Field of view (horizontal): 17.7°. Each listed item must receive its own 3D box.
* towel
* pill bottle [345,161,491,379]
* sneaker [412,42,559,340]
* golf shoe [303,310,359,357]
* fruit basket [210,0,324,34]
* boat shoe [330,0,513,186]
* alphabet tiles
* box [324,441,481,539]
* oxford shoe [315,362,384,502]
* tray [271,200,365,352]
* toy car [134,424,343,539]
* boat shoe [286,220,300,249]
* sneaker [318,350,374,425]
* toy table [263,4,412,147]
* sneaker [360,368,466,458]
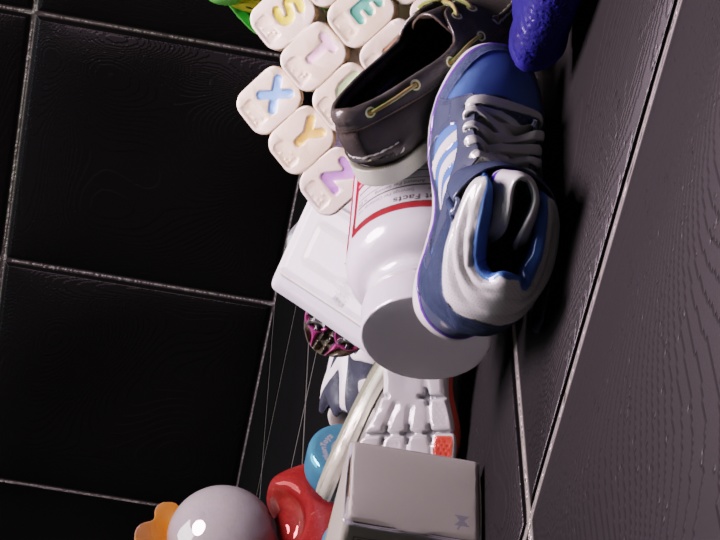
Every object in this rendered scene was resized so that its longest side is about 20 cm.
[{"bbox_3d":[0.131,-0.235,1.397,0.200,0.049,0.148,107,164,-53],"label":"towel"},{"bbox_3d":[0.048,-0.032,1.534,0.112,0.112,0.200,106,172,-49],"label":"pill bottle"},{"bbox_3d":[0.089,-0.058,1.388,0.146,0.080,0.201,144,139,-70],"label":"sneaker"},{"bbox_3d":[0.025,-0.016,1.867,0.200,0.073,0.092,-57,-3,7],"label":"golf shoe"},{"bbox_3d":[-0.054,-0.254,1.832,0.215,0.156,0.216,-28,34,21],"label":"fruit basket"},{"bbox_3d":[0.054,-0.141,1.504,0.201,0.072,0.061,-50,-52,-28],"label":"boat shoe"},{"bbox_3d":[0.008,-0.144,1.716,0.196,0.200,0.015,-40,-11,14],"label":"alphabet tiles"},{"bbox_3d":[0.016,0.217,1.543,0.078,0.095,0.200,-86,9,-51],"label":"box"},{"bbox_3d":[0.029,0.101,1.848,0.075,0.058,0.200,-70,5,-84],"label":"oxford shoe"},{"bbox_3d":[0.000,0.000,1.788,0.200,0.022,0.108,32,101,48],"label":"tray"},{"bbox_3d":[-0.089,0.243,1.929,0.185,0.199,0.177,102,163,-49],"label":"toy car"},{"bbox_3d":[-0.007,-0.039,2.047,0.201,0.071,0.070,-22,-61,-67],"label":"boat shoe"},{"bbox_3d":[0.001,0.081,2.010,0.199,0.079,0.130,-125,52,-68],"label":"sneaker"},{"bbox_3d":[0.009,-0.160,1.806,0.200,0.184,0.117,-17,86,45],"label":"toy table"},{"bbox_3d":[0.048,0.107,1.648,0.082,0.077,0.201,22,-103,-68],"label":"sneaker"}]
